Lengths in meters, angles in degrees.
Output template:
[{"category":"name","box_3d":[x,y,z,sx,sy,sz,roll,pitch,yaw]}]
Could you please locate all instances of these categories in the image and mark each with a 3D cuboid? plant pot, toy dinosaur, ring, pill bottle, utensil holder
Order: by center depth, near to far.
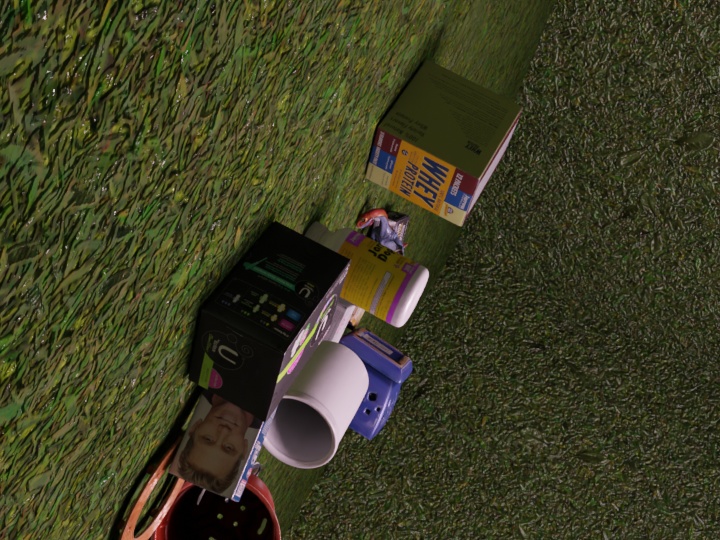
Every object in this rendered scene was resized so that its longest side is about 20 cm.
[{"category":"ring","box_3d":[-0.290,0.315,1.432,0.202,0.019,0.201,-61,171,-17]},{"category":"pill bottle","box_3d":[0.000,0.000,1.592,0.105,0.199,0.104,-60,171,-16]},{"category":"plant pot","box_3d":[-0.220,0.411,1.630,0.202,0.199,0.195,-62,180,0]},{"category":"utensil holder","box_3d":[-0.088,0.256,1.969,0.200,0.169,0.171,-53,167,-54]},{"category":"toy dinosaur","box_3d":[0.037,-0.065,2.012,0.201,0.104,0.183,-84,170,-54]},{"category":"plant pot","box_3d":[0.004,0.247,2.341,0.181,0.199,0.200,-58,171,10]}]

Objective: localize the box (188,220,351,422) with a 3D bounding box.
[{"category":"box","box_3d":[-0.119,0.065,1.339,0.200,0.123,0.149,-56,169,-44]}]

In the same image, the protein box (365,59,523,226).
[{"category":"protein box","box_3d":[0.146,-0.225,1.786,0.201,0.197,0.135,-56,170,-34]}]

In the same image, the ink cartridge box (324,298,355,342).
[{"category":"ink cartridge box","box_3d":[-0.069,0.152,2.191,0.202,0.043,0.173,-64,170,8]}]

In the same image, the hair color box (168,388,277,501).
[{"category":"hair color box","box_3d":[-0.179,0.208,1.415,0.061,0.099,0.202,83,28,-74]}]

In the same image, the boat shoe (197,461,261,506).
[{"category":"boat shoe","box_3d":[-0.238,0.389,1.826,0.200,0.060,0.076,-49,164,-58]}]

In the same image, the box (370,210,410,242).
[{"category":"box","box_3d":[0.047,-0.024,2.202,0.158,0.049,0.202,-29,134,-75]}]

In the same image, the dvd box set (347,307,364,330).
[{"category":"dvd box set","box_3d":[0.016,0.040,2.389,0.201,0.029,0.146,-62,172,-9]}]
